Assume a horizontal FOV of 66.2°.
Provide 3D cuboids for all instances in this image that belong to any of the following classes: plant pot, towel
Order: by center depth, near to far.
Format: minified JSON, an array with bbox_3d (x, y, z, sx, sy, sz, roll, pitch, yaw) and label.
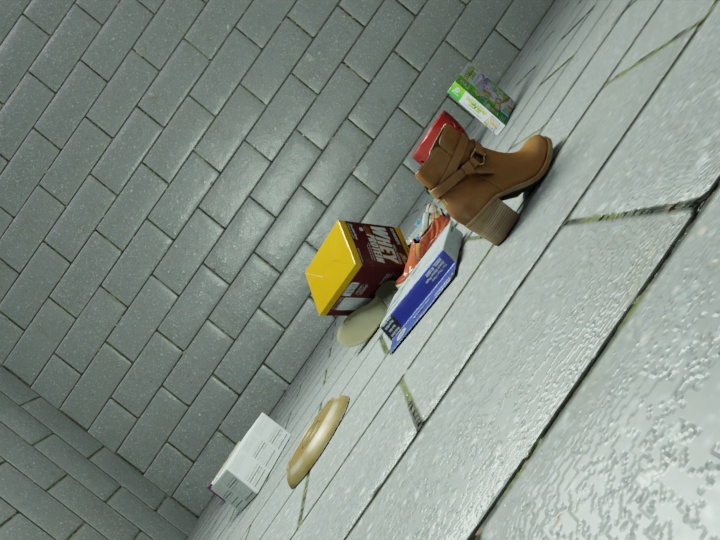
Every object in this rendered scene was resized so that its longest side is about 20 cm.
[{"bbox_3d":[-0.089,0.324,1.076,0.203,0.027,0.200,-55,1,2],"label":"plant pot"},{"bbox_3d":[0.187,-0.113,1.773,0.148,0.024,0.200,-54,3,-14],"label":"towel"},{"bbox_3d":[0.308,-0.442,2.001,0.203,0.181,0.200,-53,1,2],"label":"plant pot"}]

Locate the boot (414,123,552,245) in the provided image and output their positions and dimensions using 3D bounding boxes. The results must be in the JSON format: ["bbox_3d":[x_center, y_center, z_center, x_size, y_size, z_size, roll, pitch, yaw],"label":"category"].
[{"bbox_3d":[0.175,-0.153,0.780,0.202,0.154,0.077,-54,2,-16],"label":"boot"}]

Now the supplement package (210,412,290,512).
[{"bbox_3d":[-0.311,0.545,1.574,0.157,0.110,0.201,-52,2,41],"label":"supplement package"}]

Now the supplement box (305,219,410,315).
[{"bbox_3d":[0.000,0.000,1.378,0.195,0.135,0.199,3,-41,-36],"label":"supplement box"}]

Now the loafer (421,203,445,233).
[{"bbox_3d":[0.199,-0.131,1.457,0.200,0.061,0.075,-52,-34,-71],"label":"loafer"}]

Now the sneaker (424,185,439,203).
[{"bbox_3d":[0.276,-0.304,1.923,0.072,0.079,0.200,-54,2,-22],"label":"sneaker"}]

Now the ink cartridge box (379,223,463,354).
[{"bbox_3d":[0.109,0.028,1.008,0.202,0.040,0.201,-54,2,25],"label":"ink cartridge box"}]

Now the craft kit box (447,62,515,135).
[{"bbox_3d":[0.367,-0.519,1.656,0.049,0.195,0.201,-51,4,42],"label":"craft kit box"}]

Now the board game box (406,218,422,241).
[{"bbox_3d":[0.148,-0.075,2.029,0.202,0.026,0.201,-57,3,-34],"label":"board game box"}]

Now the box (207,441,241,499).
[{"bbox_3d":[-0.548,0.855,2.350,0.202,0.096,0.176,-55,2,-32],"label":"box"}]

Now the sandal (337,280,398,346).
[{"bbox_3d":[0.034,0.112,1.367,0.212,0.078,0.069,-48,-23,18],"label":"sandal"}]

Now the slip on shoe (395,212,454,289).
[{"bbox_3d":[0.137,-0.045,1.272,0.203,0.060,0.074,-56,3,17],"label":"slip on shoe"}]

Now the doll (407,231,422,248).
[{"bbox_3d":[0.136,-0.045,1.487,0.138,0.048,0.200,-55,1,15],"label":"doll"}]
